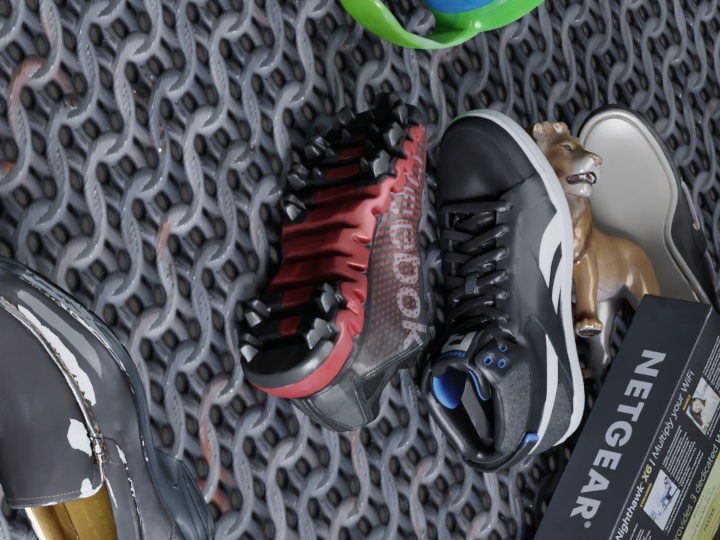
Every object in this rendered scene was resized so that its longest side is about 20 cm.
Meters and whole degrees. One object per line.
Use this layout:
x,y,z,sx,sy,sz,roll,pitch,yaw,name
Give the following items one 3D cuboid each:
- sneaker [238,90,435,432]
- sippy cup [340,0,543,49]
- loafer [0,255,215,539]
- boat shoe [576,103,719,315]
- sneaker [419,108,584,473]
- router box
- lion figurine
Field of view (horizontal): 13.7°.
0.000,0.000,1.575,0.098,0.071,0.201,50,44,-38,sneaker
0.049,-0.224,1.677,0.130,0.139,0.178,36,38,-34,sippy cup
-0.132,0.080,1.341,0.200,0.073,0.072,58,42,-29,loafer
0.180,-0.029,1.888,0.057,0.067,0.200,-88,157,-56,boat shoe
0.071,0.014,1.682,0.112,0.073,0.201,-25,104,-59,sneaker
0.183,0.140,1.782,0.157,0.052,0.200,48,61,-46,router box
0.138,-0.003,1.812,0.200,0.072,0.123,44,40,-59,lion figurine
